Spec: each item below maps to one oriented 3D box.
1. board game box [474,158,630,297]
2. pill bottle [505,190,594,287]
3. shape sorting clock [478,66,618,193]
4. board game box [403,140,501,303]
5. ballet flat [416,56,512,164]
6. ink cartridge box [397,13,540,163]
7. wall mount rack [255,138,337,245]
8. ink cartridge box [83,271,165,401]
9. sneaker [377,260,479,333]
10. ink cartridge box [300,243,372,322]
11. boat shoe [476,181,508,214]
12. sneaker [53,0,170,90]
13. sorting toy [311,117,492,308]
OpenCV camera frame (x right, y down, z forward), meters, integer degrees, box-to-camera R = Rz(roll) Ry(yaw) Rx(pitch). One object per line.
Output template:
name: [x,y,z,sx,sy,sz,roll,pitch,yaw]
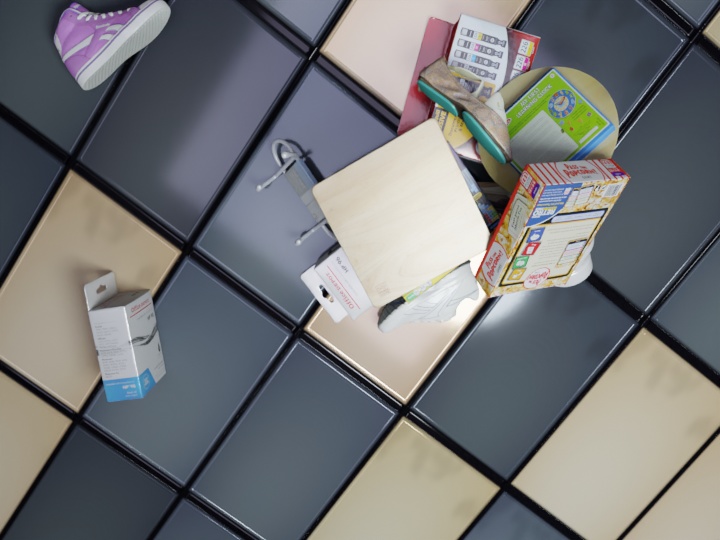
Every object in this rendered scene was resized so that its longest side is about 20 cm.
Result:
board game box: [0.261,-0.055,0.818,0.148,0.047,0.202,-7,137,-24]
pill bottle: [0.311,-0.074,0.944,0.109,0.112,0.202,-26,123,7]
shape sorting clock: [0.271,-0.201,0.858,0.196,0.039,0.205,-3,81,19]
board game box: [0.104,-0.075,0.925,0.199,0.057,0.166,-38,104,10]
ballet flat: [0.164,-0.241,0.847,0.067,0.068,0.201,-43,71,4]
ink cartridge box: [0.166,-0.288,0.940,0.172,0.084,0.204,15,102,-1]
wall mount rack: [-0.092,-0.121,0.941,0.074,0.173,0.202,-39,97,-29]
ink cartridge box: [-0.406,0.108,1.021,0.065,0.116,0.205,-6,102,3]
sneaker: [0.120,0.060,1.021,0.198,0.075,0.088,-31,104,8]
ink cartridge box: [0.000,0.000,1.011,0.199,0.068,0.117,-38,99,8]
boat shoe: [0.180,-0.115,0.983,0.195,0.072,0.066,-1,97,-4]
sneaker: [-0.409,-0.399,0.943,0.199,0.073,0.115,-33,96,8]
sorting toy: [0.061,-0.084,0.858,0.197,0.070,0.201,-27,103,8]
